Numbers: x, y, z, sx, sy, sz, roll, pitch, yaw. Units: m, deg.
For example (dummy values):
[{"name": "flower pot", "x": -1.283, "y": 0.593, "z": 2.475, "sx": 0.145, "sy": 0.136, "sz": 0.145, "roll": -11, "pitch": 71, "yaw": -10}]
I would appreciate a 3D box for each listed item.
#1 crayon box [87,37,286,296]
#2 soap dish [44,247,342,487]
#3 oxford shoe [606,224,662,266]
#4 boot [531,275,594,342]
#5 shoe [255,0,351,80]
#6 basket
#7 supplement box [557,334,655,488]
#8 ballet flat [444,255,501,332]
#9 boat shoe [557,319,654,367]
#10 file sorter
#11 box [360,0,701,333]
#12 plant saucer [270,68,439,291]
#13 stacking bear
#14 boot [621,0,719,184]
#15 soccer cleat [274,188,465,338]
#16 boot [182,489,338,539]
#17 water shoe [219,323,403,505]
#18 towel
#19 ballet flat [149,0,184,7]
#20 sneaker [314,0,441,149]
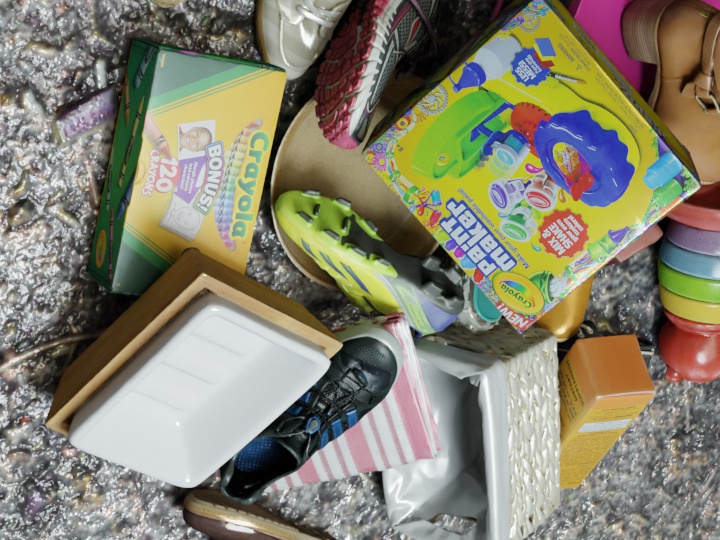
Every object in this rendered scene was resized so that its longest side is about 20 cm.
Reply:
[{"name": "crayon box", "x": -0.142, "y": -0.080, "z": 1.316, "sx": 0.118, "sy": 0.058, "sz": 0.202, "roll": 6, "pitch": 102, "yaw": -33}, {"name": "soap dish", "x": -0.138, "y": 0.080, "z": 1.311, "sx": 0.200, "sy": 0.082, "sz": 0.157, "roll": -42, "pitch": 134, "yaw": 23}, {"name": "oxford shoe", "x": 0.194, "y": -0.020, "z": 1.556, "sx": 0.199, "sy": 0.070, "sz": 0.075, "roll": -27, "pitch": 90, "yaw": -20}, {"name": "boot", "x": 0.193, "y": -0.048, "z": 1.453, "sx": 0.070, "sy": 0.144, "sz": 0.203, "roll": 7, "pitch": 73, "yaw": -7}, {"name": "shoe", "x": -0.036, "y": -0.254, "z": 1.331, "sx": 0.070, "sy": 0.053, "sz": 0.201, "roll": 11, "pitch": 99, "yaw": -34}, {"name": "basket", "x": 0.105, "y": 0.146, "z": 1.486, "sx": 0.123, "sy": 0.135, "sz": 0.201, "roll": -26, "pitch": 120, "yaw": -43}, {"name": "supplement box", "x": 0.206, "y": 0.139, "z": 1.531, "sx": 0.068, "sy": 0.067, "sz": 0.200, "roll": -5, "pitch": 149, "yaw": -19}, {"name": "ballet flat", "x": 0.110, "y": -0.040, "z": 1.478, "sx": 0.072, "sy": 0.072, "sz": 0.201, "roll": 28, "pitch": 69, "yaw": -35}, {"name": "boat shoe", "x": 0.219, "y": 0.079, "z": 1.586, "sx": 0.199, "sy": 0.074, "sz": 0.061, "roll": 17, "pitch": 96, "yaw": -37}, {"name": "file sorter", "x": 0.235, "y": -0.228, "z": 1.466, "sx": 0.199, "sy": 0.125, "sz": 0.140, "roll": 21, "pitch": 92, "yaw": -36}, {"name": "box", "x": 0.140, "y": -0.096, "z": 1.325, "sx": 0.192, "sy": 0.122, "sz": 0.200, "roll": -41, "pitch": 98, "yaw": 16}, {"name": "plant saucer", "x": 0.001, "y": -0.082, "z": 1.420, "sx": 0.199, "sy": 0.035, "sz": 0.202, "roll": -10, "pitch": 111, "yaw": -29}, {"name": "stacking bear", "x": 0.349, "y": 0.017, "z": 1.632, "sx": 0.121, "sy": 0.114, "sz": 0.201, "roll": -9, "pitch": 115, "yaw": -29}, {"name": "boot", "x": 0.313, "y": -0.144, "z": 1.370, "sx": 0.076, "sy": 0.155, "sz": 0.201, "roll": -35, "pitch": 121, "yaw": -20}, {"name": "soccer cleat", "x": 0.000, "y": 0.001, "z": 1.388, "sx": 0.199, "sy": 0.065, "sz": 0.084, "roll": 30, "pitch": 128, "yaw": -25}, {"name": "boot", "x": -0.109, "y": 0.297, "z": 1.449, "sx": 0.199, "sy": 0.072, "sz": 0.167, "roll": 30, "pitch": 86, "yaw": -39}, {"name": "water shoe", "x": -0.039, "y": 0.128, "z": 1.355, "sx": 0.071, "sy": 0.079, "sz": 0.200, "roll": 41, "pitch": 113, "yaw": -17}, {"name": "towel", "x": -0.039, "y": 0.119, "z": 1.412, "sx": 0.198, "sy": 0.030, "sz": 0.147, "roll": -12, "pitch": 116, "yaw": 10}, {"name": "ballet flat", "x": -0.101, "y": -0.277, "z": 1.288, "sx": 0.199, "sy": 0.071, "sz": 0.065, "roll": -34, "pitch": 148, "yaw": -16}, {"name": "sneaker", "x": 0.025, "y": -0.189, "z": 1.342, "sx": 0.074, "sy": 0.080, "sz": 0.201, "roll": 31, "pitch": 69, "yaw": -25}]
